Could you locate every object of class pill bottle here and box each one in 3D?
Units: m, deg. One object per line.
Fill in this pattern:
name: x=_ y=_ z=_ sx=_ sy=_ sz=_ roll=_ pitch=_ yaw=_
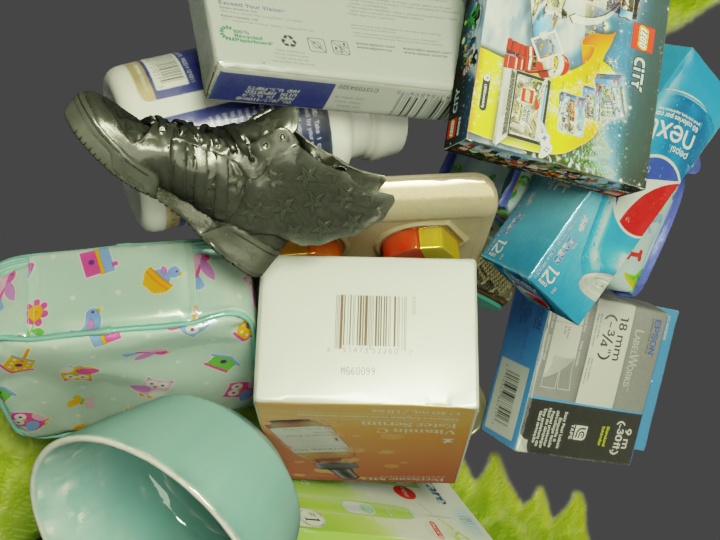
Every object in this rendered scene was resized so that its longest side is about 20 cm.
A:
pill bottle: x=-0.073 y=-0.106 z=0.830 sx=0.197 sy=0.116 sz=0.118 roll=-16 pitch=118 yaw=-17

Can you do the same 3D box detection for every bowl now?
bowl: x=-0.120 y=0.167 z=0.812 sx=0.105 sy=0.198 sz=0.204 roll=-46 pitch=133 yaw=-47

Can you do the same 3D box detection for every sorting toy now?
sorting toy: x=0.000 y=0.000 z=0.869 sx=0.181 sy=0.037 sz=0.201 roll=-3 pitch=151 yaw=-5

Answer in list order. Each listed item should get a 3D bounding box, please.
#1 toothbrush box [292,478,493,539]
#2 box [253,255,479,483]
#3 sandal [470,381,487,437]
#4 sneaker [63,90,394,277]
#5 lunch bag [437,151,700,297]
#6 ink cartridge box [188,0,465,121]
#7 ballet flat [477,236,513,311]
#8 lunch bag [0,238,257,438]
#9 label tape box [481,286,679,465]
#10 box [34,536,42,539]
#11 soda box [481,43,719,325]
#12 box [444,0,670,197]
toothbrush box: x=-0.008 y=0.218 z=0.985 sx=0.197 sy=0.146 sz=0.087 roll=14 pitch=107 yaw=-28
box: x=0.005 y=0.079 z=0.860 sx=0.149 sy=0.108 sz=0.201 roll=1 pitch=156 yaw=1
sandal: x=0.054 y=0.087 z=1.009 sx=0.081 sy=0.055 sz=0.201 roll=-40 pitch=122 yaw=-4
sneaker: x=-0.078 y=-0.072 z=0.732 sx=0.104 sy=0.060 sz=0.199 roll=-45 pitch=118 yaw=9
lunch bag: x=0.181 y=-0.105 z=0.951 sx=0.169 sy=0.127 sz=0.203 roll=30 pitch=80 yaw=-30
ink cartridge box: x=-0.024 y=-0.197 z=0.798 sx=0.193 sy=0.203 sz=0.043 roll=2 pitch=148 yaw=-24
ballet flat: x=0.053 y=-0.024 z=0.963 sx=0.198 sy=0.067 sz=0.077 roll=17 pitch=83 yaw=-35
lunch bag: x=-0.169 y=0.052 z=0.838 sx=0.196 sy=0.078 sz=0.161 roll=-6 pitch=148 yaw=-4
label tape box: x=0.221 y=0.096 z=1.069 sx=0.197 sy=0.063 sz=0.147 roll=11 pitch=96 yaw=-28
box: x=-0.208 y=0.278 z=0.887 sx=0.159 sy=0.200 sz=0.050 roll=-25 pitch=129 yaw=-13
soda box: x=0.180 y=-0.066 z=0.850 sx=0.064 sy=0.068 sz=0.201 roll=37 pitch=87 yaw=-29
box: x=0.136 y=-0.164 z=0.778 sx=0.134 sy=0.038 sz=0.204 roll=13 pitch=81 yaw=-20
